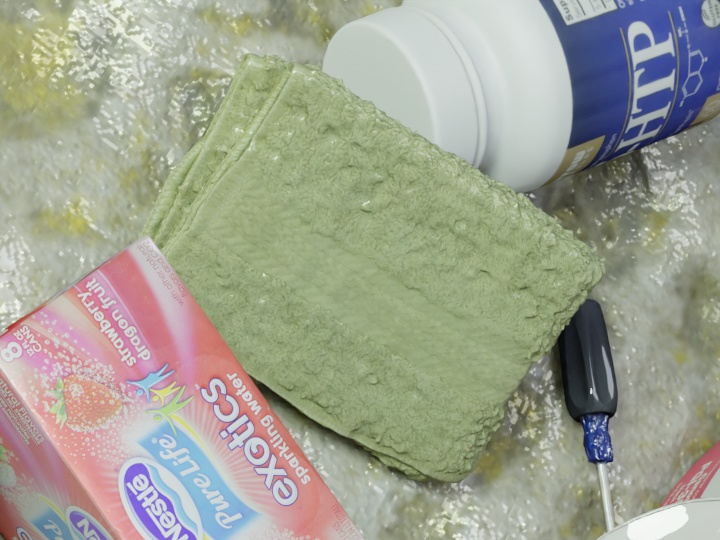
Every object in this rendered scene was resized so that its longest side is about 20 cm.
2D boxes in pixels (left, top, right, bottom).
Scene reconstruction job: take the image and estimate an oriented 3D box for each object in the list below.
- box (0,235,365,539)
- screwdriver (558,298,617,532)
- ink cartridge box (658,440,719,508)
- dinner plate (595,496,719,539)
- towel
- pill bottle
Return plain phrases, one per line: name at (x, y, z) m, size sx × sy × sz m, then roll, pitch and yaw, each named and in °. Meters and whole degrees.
box at (-0.088, 0.102, 1.258) m, size 0.102 × 0.095 × 0.201 m, roll -35°, pitch 91°, yaw -33°
screwdriver at (0.121, 0.109, 1.408) m, size 0.028 × 0.029 × 0.201 m, roll 2°, pitch 66°, yaw -28°
ink cartridge box at (0.253, 0.127, 1.374) m, size 0.147 × 0.200 × 0.083 m, roll 50°, pitch 54°, yaw -3°
dinner plate at (0.167, 0.200, 1.327) m, size 0.198 × 0.024 × 0.202 m, roll 0°, pitch 106°, yaw -1°
towel at (0.000, 0.000, 1.335) m, size 0.199 × 0.149 × 0.037 m, roll 30°, pitch 16°, yaw -15°
pill bottle at (0.085, -0.103, 1.416) m, size 0.199 × 0.120 × 0.120 m, roll -21°, pitch 83°, yaw -33°
